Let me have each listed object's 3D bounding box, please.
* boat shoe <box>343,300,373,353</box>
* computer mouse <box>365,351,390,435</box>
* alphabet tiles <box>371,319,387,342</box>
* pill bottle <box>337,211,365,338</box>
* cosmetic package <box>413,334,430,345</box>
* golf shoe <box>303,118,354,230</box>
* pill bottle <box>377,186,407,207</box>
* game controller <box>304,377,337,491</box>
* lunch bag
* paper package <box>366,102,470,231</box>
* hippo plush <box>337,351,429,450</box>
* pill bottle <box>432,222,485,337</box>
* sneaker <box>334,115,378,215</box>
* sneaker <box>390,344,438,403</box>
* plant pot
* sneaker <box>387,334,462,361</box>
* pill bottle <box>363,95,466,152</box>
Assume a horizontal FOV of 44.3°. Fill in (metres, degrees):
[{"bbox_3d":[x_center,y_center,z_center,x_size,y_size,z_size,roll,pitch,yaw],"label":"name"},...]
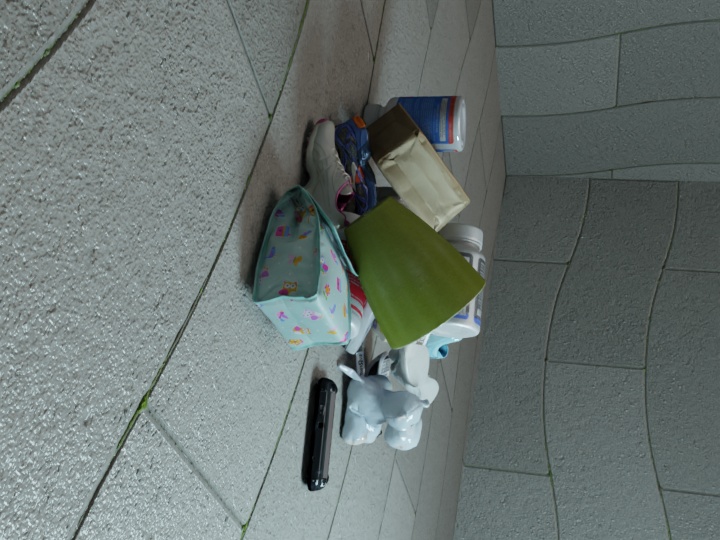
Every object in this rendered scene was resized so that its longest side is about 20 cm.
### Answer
[{"bbox_3d":[-0.004,0.076,1.578,0.069,0.056,0.200,-53,171,-43],"label":"boat shoe"},{"bbox_3d":[0.027,0.271,1.924,0.110,0.044,0.201,0,99,-70],"label":"computer mouse"},{"bbox_3d":[0.052,0.024,1.603,0.196,0.014,0.201,-140,-122,-73],"label":"alphabet tiles"},{"bbox_3d":[-0.040,0.007,1.488,0.112,0.111,0.201,67,31,-58],"label":"pill bottle"},{"bbox_3d":[0.092,0.031,1.627,0.201,0.074,0.102,-94,-161,-52],"label":"cosmetic package"},{"bbox_3d":[-0.049,-0.154,1.464,0.075,0.091,0.201,40,53,-69],"label":"golf shoe"},{"bbox_3d":[0.051,-0.064,1.803,0.112,0.112,0.201,35,59,-72],"label":"pill bottle"},{"bbox_3d":[-0.070,0.295,1.600,0.104,0.042,0.201,87,9,-82],"label":"game controller"},{"bbox_3d":[-0.078,-0.005,1.338,0.171,0.121,0.201,63,26,-55],"label":"lunch bag"},{"bbox_3d":[0.100,-0.194,1.663,0.191,0.103,0.200,50,8,-26],"label":"paper package"},{"bbox_3d":[0.062,0.269,1.768,0.159,0.160,0.201,-26,120,-55],"label":"hippo plush"},{"bbox_3d":[0.178,0.018,1.680,0.114,0.113,0.201,52,43,-67],"label":"pill bottle"},{"bbox_3d":[-0.017,-0.179,1.604,0.075,0.078,0.201,-111,-169,-66],"label":"sneaker"},{"bbox_3d":[0.094,0.198,1.795,0.075,0.088,0.201,-48,143,-24],"label":"sneaker"},{"bbox_3d":[0.067,-0.010,1.416,0.200,0.187,0.187,54,23,-5],"label":"plant pot"},{"bbox_3d":[0.132,0.156,1.813,0.074,0.200,0.082,-34,86,-42],"label":"sneaker"},{"bbox_3d":[0.110,-0.297,1.796,0.112,0.199,0.113,2,90,-77],"label":"pill bottle"}]
